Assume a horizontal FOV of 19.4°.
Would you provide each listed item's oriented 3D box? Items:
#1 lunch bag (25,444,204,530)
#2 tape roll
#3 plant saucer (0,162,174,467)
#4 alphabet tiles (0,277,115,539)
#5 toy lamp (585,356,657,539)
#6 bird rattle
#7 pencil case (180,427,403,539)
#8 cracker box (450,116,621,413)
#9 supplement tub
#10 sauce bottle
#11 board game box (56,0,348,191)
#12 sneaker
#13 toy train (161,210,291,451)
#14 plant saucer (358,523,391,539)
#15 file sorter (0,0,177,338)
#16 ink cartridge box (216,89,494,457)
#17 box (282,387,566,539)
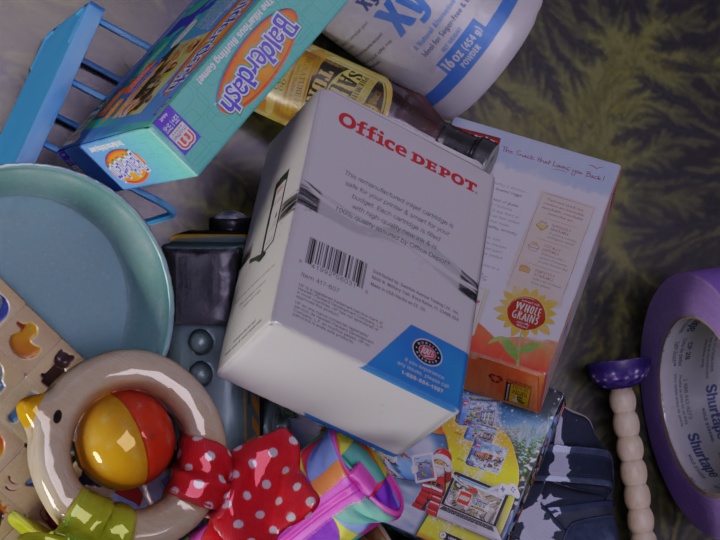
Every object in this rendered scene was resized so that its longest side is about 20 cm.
[{"bbox_3d":[-0.242,0.167,1.441,0.200,0.124,0.170,-39,97,-25],"label":"lunch bag"},{"bbox_3d":[0.280,0.096,1.567,0.065,0.200,0.202,-9,88,-17],"label":"tape roll"},{"bbox_3d":[-0.221,0.026,1.363,0.199,0.036,0.201,-4,104,-17],"label":"plant saucer"},{"bbox_3d":[-0.250,0.102,1.350,0.167,0.008,0.200,-45,111,-3],"label":"alphabet tiles"},{"bbox_3d":[0.213,0.168,1.617,0.058,0.058,0.201,-5,87,-18],"label":"toy lamp"},{"bbox_3d":[-0.135,0.129,1.340,0.199,0.113,0.164,-22,92,-14],"label":"bird rattle"},{"bbox_3d":[-0.065,0.191,1.449,0.200,0.088,0.088,-40,98,11],"label":"pencil case"},{"bbox_3d":[0.099,-0.007,1.534,0.133,0.058,0.201,17,56,10],"label":"cracker box"},{"bbox_3d":[0.023,-0.217,1.549,0.200,0.132,0.132,35,77,-12],"label":"supplement tub"},{"bbox_3d":[0.005,-0.115,1.534,0.199,0.066,0.066,23,79,10],"label":"sauce bottle"},{"bbox_3d":[-0.103,-0.121,1.327,0.045,0.200,0.152,45,73,-16],"label":"board game box"},{"bbox_3d":[0.095,0.168,1.573,0.201,0.077,0.147,1,77,-9],"label":"sneaker"},{"bbox_3d":[-0.098,0.060,1.467,0.085,0.114,0.201,2,96,14],"label":"toy train"},{"bbox_3d":[-0.048,0.253,1.484,0.034,0.199,0.201,34,72,-56],"label":"plant saucer"},{"bbox_3d":[-0.193,-0.062,1.468,0.122,0.139,0.201,26,78,-18],"label":"file sorter"},{"bbox_3d":[0.000,0.000,1.408,0.145,0.084,0.201,26,51,-19],"label":"ink cartridge box"},{"bbox_3d":[0.033,0.118,1.529,0.199,0.038,0.137,22,78,13],"label":"box"}]
